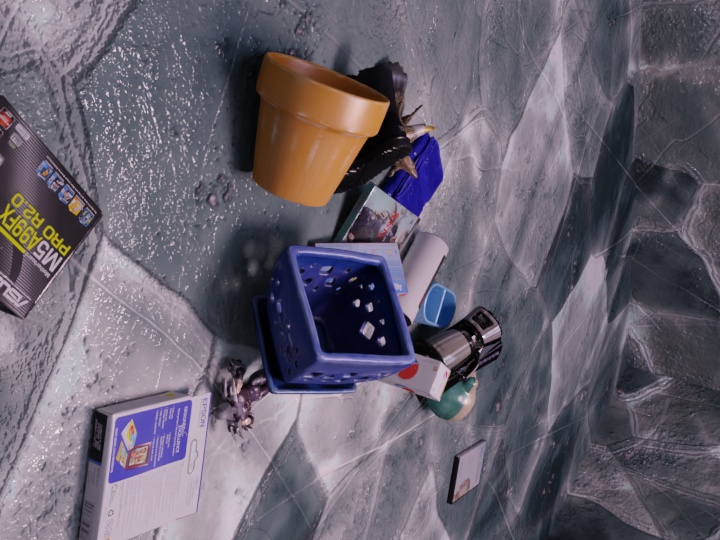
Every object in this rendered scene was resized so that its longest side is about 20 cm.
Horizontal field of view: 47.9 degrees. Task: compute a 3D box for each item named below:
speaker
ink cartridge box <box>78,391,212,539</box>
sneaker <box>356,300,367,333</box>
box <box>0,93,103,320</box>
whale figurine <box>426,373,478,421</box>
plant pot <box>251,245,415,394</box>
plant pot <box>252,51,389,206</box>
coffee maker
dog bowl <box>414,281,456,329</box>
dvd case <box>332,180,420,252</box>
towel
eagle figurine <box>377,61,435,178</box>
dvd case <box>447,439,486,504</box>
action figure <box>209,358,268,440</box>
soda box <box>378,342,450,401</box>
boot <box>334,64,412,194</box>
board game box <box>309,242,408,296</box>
[{"bbox_3d":[0.114,0.019,1.741,0.201,0.081,0.081,-61,147,-25],"label":"speaker"},{"bbox_3d":[-0.308,0.281,1.177,0.199,0.047,0.200,-3,103,-61],"label":"ink cartridge box"},{"bbox_3d":[-0.045,0.075,1.505,0.199,0.074,0.116,-15,114,-61],"label":"sneaker"},{"bbox_3d":[-0.392,-0.067,0.886,0.161,0.044,0.201,-61,146,-26],"label":"box"},{"bbox_3d":[0.227,0.266,1.999,0.103,0.159,0.202,24,78,-21],"label":"whale figurine"},{"bbox_3d":[-0.058,0.094,1.303,0.198,0.180,0.202,6,56,-38],"label":"plant pot"},{"bbox_3d":[-0.079,-0.206,1.233,0.199,0.199,0.185,-9,126,-58],"label":"plant pot"},{"bbox_3d":[0.219,0.193,1.906,0.199,0.136,0.192,-26,169,-29],"label":"coffee maker"},{"bbox_3d":[0.166,0.079,1.882,0.200,0.049,0.113,27,79,-59],"label":"dog bowl"},{"bbox_3d":[0.033,-0.074,1.577,0.147,0.022,0.200,-58,148,2],"label":"dvd case"},{"bbox_3d":[0.113,-0.174,1.688,0.201,0.049,0.148,-56,144,-31],"label":"towel"},{"bbox_3d":[0.065,-0.266,1.517,0.149,0.201,0.152,10,136,-26],"label":"eagle figurine"},{"bbox_3d":[0.313,0.587,2.371,0.199,0.017,0.144,-8,108,-58],"label":"dvd case"},{"bbox_3d":[-0.177,0.196,1.341,0.199,0.069,0.131,-32,136,-46],"label":"action figure"},{"bbox_3d":[0.075,0.196,1.627,0.064,0.198,0.069,45,64,-56],"label":"soda box"},{"bbox_3d":[-0.010,-0.244,1.406,0.076,0.199,0.170,12,57,-53],"label":"boot"},{"bbox_3d":[0.000,0.000,1.493,0.198,0.019,0.104,-1,73,-39],"label":"board game box"}]
